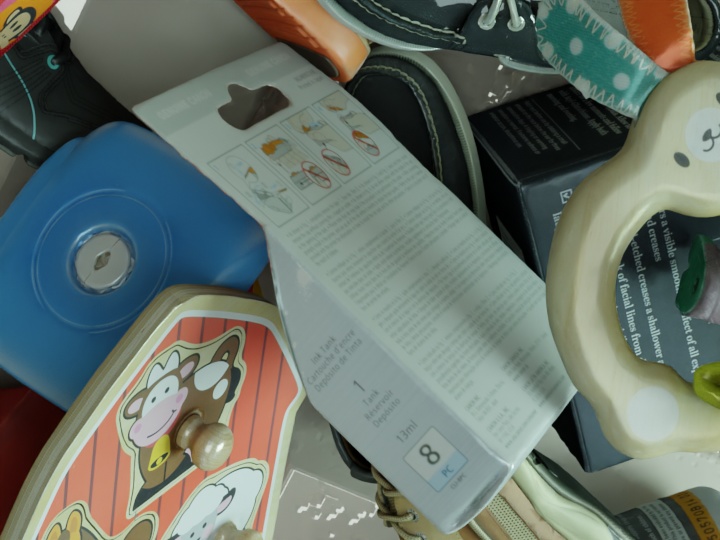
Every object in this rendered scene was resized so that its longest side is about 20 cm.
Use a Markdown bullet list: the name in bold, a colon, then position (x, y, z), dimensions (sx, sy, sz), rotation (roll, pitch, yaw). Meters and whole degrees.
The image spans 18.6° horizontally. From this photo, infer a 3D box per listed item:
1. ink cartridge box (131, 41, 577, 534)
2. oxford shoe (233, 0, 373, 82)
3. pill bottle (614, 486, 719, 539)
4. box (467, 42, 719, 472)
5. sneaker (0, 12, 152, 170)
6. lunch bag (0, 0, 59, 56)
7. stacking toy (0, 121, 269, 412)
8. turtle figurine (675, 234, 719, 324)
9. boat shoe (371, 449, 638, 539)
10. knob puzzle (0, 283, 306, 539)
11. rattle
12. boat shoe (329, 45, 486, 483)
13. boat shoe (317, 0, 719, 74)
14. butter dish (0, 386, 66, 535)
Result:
- **ink cartridge box**: position (0.000, 0.000, 0.900), dimensions (0.200, 0.160, 0.047), rotation (43, 115, 5)
- **oxford shoe**: position (-0.054, -0.174, 0.951), dimensions (0.073, 0.071, 0.200), rotation (-50, 119, -10)
- **pill bottle**: position (0.102, 0.190, 1.083), dimensions (0.198, 0.116, 0.117), rotation (-18, 113, -4)
- **box**: position (0.167, -0.020, 1.025), dimensions (0.198, 0.107, 0.150), rotation (-17, 112, -5)
- **sneaker**: position (-0.162, -0.107, 0.940), dimensions (0.199, 0.075, 0.080), rotation (34, 98, -21)
- **lunch bag**: position (-0.198, -0.168, 0.859), dimensions (0.200, 0.082, 0.176), rotation (44, 84, 7)
- **stacking toy**: position (-0.078, 0.030, 0.977), dimensions (0.117, 0.109, 0.200), rotation (-55, 155, -8)
- **turtle figurine**: position (0.245, 0.011, 0.944), dimensions (0.198, 0.101, 0.151), rotation (22, 90, -7)
- **boat shoe**: position (0.044, 0.097, 0.982), dimensions (0.200, 0.076, 0.074), rotation (42, 93, -22)
- **knob puzzle**: position (-0.076, 0.092, 0.879), dimensions (0.030, 0.219, 0.221), rotation (30, 105, 24)
- **rattle**: position (0.130, -0.025, 0.833), dimensions (0.129, 0.143, 0.202), rotation (-4, 96, 10)
- **boat shoe**: position (0.015, -0.001, 1.012), dimensions (0.071, 0.068, 0.202), rotation (9, 110, 20)
- **boat shoe**: position (0.072, -0.125, 0.963), dimensions (0.198, 0.060, 0.076), rotation (1, 100, -31)
- **butter dish**: position (-0.184, 0.140, 0.987), dimensions (0.146, 0.200, 0.201), rotation (1, 111, 12)
